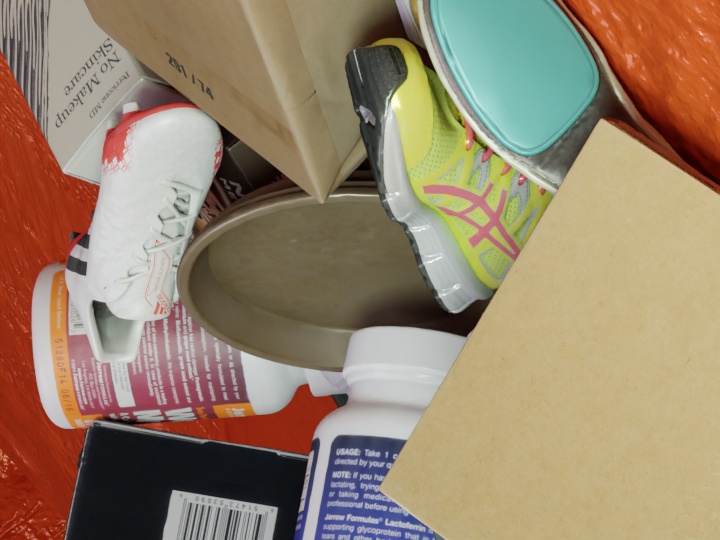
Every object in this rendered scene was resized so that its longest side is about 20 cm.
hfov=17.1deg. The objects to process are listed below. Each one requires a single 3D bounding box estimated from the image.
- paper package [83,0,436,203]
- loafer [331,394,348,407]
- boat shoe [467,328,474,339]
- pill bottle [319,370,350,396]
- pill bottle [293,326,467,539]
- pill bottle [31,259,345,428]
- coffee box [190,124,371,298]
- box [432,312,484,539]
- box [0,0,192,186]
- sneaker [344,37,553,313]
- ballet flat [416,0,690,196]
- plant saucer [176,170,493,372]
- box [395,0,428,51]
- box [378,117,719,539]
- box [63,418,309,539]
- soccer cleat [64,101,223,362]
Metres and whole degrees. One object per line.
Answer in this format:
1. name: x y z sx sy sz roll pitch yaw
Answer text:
1. paper package: -0.064 -0.163 1.181 0.200 0.103 0.191 37 161 34
2. loafer: 0.013 0.078 1.592 0.200 0.072 0.063 54 -176 10
3. boat shoe: 0.109 0.025 1.197 0.060 0.072 0.202 53 160 4
4. pill bottle: 0.065 0.108 1.433 0.200 0.104 0.104 49 163 1
5. pill bottle: 0.023 0.138 1.301 0.116 0.200 0.116 10 166 2
6. pill bottle: -0.101 0.040 1.527 0.110 0.200 0.110 -4 -90 -84
7. coffee box: -0.066 -0.065 1.434 0.113 0.080 0.200 58 161 -24
8. box: 0.140 0.129 1.162 0.182 0.104 0.200 10 150 17
9. box: -0.160 -0.141 1.385 0.068 0.082 0.200 18 -149 -47
10. sneaker: 0.053 -0.056 1.140 0.200 0.090 0.078 56 -162 -60
11. ballet flat: 0.095 -0.060 1.074 0.200 0.069 0.069 50 163 -2
12. plant saucer: 0.000 0.000 1.303 0.200 0.200 0.029 83 -173 -61
13. box: 0.022 -0.174 1.046 0.041 0.039 0.200 33 157 37
14. box: 0.121 0.059 1.032 0.163 0.200 0.021 35 -162 15
15. box: -0.082 0.194 1.563 0.200 0.124 0.197 9 163 4
16. soccer cleat: -0.117 -0.021 1.307 0.200 0.069 0.085 126 138 -54
